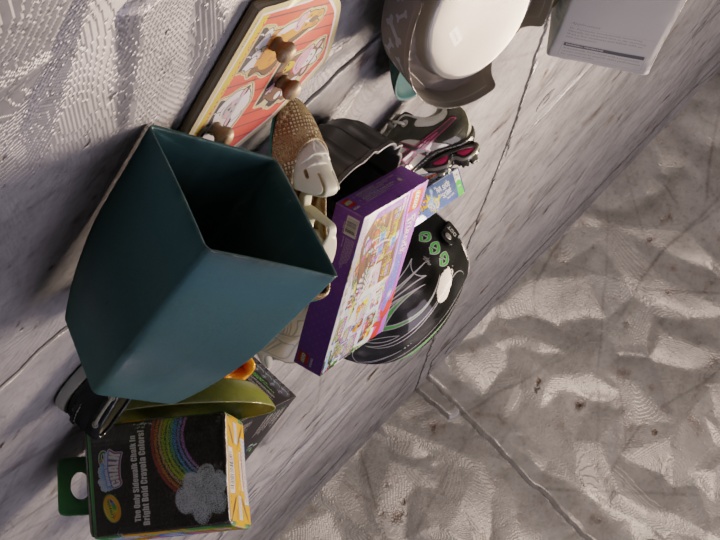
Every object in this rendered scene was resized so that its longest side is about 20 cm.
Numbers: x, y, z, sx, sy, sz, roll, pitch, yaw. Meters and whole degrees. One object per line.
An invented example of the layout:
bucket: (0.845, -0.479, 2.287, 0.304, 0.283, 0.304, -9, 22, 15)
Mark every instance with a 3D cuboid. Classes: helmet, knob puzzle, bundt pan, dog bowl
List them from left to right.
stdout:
knob puzzle: (-0.073, -0.169, 1.377, 0.220, 0.030, 0.220, -47, 168, -13)
bundt pan: (-0.049, -0.078, 1.642, 0.202, 0.076, 0.202, -47, 168, -13)
helmet: (0.026, 0.022, 1.975, 0.191, 0.200, 0.200, -44, 168, -31)
dog bowl: (0.102, -0.258, 1.524, 0.199, 0.059, 0.201, -30, 142, -28)

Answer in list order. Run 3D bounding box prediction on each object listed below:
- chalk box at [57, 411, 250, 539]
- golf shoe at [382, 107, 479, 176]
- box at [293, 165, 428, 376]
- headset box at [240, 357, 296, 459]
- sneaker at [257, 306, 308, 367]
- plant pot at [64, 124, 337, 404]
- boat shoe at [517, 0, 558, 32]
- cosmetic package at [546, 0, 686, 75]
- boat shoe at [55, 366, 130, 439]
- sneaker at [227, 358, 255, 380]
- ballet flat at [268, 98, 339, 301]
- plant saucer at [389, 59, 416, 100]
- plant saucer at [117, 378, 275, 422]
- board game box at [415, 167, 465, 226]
chalk box: (-0.230, 0.229, 1.719, 0.198, 0.126, 0.124, -5, 168, 5)
golf shoe: (0.039, -0.135, 1.826, 0.199, 0.089, 0.077, -25, -164, -13)
box: (0.000, 0.000, 1.673, 0.137, 0.039, 0.201, -32, 145, -53)
headset box: (-0.191, 0.207, 2.003, 0.175, 0.093, 0.200, -52, 168, 17)
sneaker: (-0.068, 0.062, 1.827, 0.075, 0.082, 0.199, -25, -177, -38)
plant pot: (-0.150, 0.011, 1.314, 0.141, 0.142, 0.200, 12, 129, -43)
boat shoe: (0.177, -0.296, 1.630, 0.073, 0.063, 0.200, -44, 168, -23)
cosmetic package: (0.283, -0.352, 1.669, 0.200, 0.122, 0.201, 108, -8, -65)
boat shoe: (-0.217, 0.080, 1.573, 0.200, 0.060, 0.076, -49, 168, 4)
sneaker: (-0.177, 0.096, 1.736, 0.078, 0.077, 0.200, -51, 167, 20)
ballet flat: (-0.048, -0.063, 1.498, 0.070, 0.065, 0.202, -25, 122, -46)
plant saucer: (0.091, -0.267, 1.652, 0.200, 0.036, 0.200, -46, 167, -13)
plant saucer: (-0.191, 0.142, 1.702, 0.198, 0.031, 0.200, -5, 169, -1)
board game box: (0.020, -0.066, 1.848, 0.135, 0.035, 0.200, -9, -165, 34)
